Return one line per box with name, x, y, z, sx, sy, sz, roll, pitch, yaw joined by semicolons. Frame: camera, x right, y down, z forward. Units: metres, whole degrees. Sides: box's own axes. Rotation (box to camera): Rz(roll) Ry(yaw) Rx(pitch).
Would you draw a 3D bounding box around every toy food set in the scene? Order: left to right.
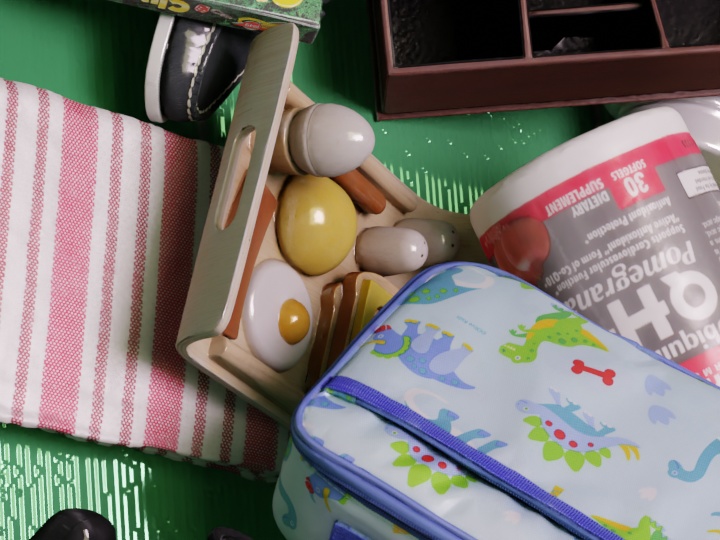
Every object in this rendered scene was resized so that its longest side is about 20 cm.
toy food set;0.000;0.000;1.036;0.200;0.060;0.144;39;56;-49

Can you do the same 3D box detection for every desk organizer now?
desk organizer;0.104;-0.121;1.101;0.199;0.077;0.072;-4;80;-2

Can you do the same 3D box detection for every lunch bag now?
lunch bag;0.074;0.092;0.948;0.200;0.083;0.161;31;45;19

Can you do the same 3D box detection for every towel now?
towel;-0.109;0.005;1.005;0.199;0.030;0.147;16;70;-37

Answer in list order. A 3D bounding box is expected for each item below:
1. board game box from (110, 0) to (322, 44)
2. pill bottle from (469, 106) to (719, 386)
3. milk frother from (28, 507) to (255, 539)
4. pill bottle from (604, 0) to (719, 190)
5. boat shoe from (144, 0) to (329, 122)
board game box;-0.108;-0.167;0.998;0.199;0.023;0.105;12;67;-10
pill bottle;0.139;0.036;1.064;0.110;0.111;0.201;-20;80;-39
milk frother;-0.068;0.201;0.929;0.188;0.180;0.200;-50;148;2
pill bottle;0.185;-0.137;1.210;0.109;0.109;0.201;27;64;-30
boat shoe;-0.035;-0.141;1.056;0.060;0.076;0.200;21;62;11
